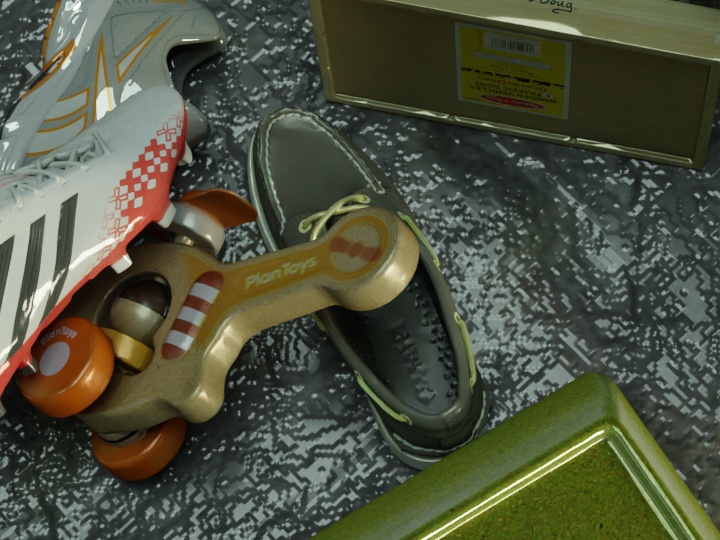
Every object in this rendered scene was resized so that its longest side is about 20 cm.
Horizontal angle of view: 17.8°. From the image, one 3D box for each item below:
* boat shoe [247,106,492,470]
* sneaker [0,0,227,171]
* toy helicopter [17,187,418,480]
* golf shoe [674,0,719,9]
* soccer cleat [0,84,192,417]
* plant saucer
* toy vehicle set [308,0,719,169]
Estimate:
[{"bbox_3d":[0.003,-0.001,1.115,0.072,0.060,0.203,-26,70,-7],"label":"boat shoe"},{"bbox_3d":[-0.126,-0.061,1.141,0.091,0.076,0.201,18,72,5],"label":"sneaker"},{"bbox_3d":[-0.062,0.008,1.079,0.199,0.079,0.133,-17,49,25],"label":"toy helicopter"},{"bbox_3d":[0.085,-0.142,1.167,0.199,0.098,0.079,23,38,-11],"label":"golf shoe"},{"bbox_3d":[-0.151,-0.022,1.053,0.068,0.085,0.200,8,55,51],"label":"soccer cleat"},{"bbox_3d":[0.093,0.160,1.026,0.199,0.048,0.200,-28,74,-22],"label":"plant saucer"},{"bbox_3d":[0.076,-0.103,1.116,0.198,0.124,0.027,11,70,7],"label":"toy vehicle set"}]
